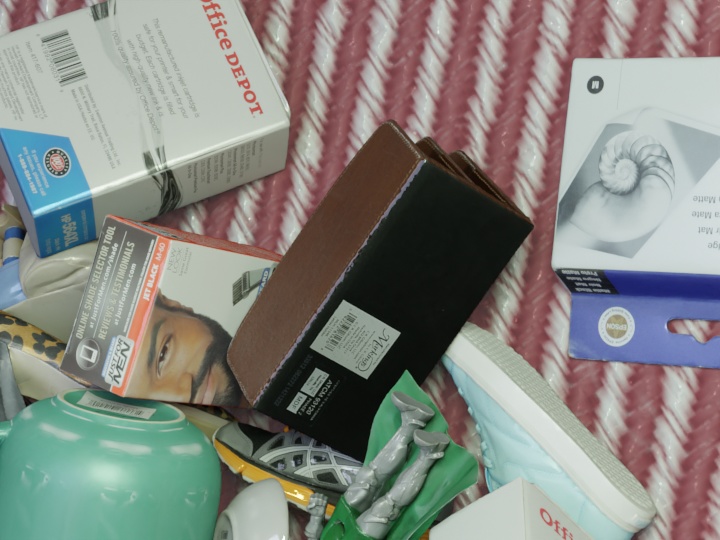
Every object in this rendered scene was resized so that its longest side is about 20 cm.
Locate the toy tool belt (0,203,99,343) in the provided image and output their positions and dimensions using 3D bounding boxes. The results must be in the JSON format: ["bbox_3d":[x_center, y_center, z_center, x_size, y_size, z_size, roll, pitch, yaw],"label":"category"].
[{"bbox_3d":[-0.248,0.006,1.528,0.199,0.125,0.123,-22,38,23],"label":"toy tool belt"}]

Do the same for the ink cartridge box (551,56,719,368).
[{"bbox_3d":[0.221,-0.038,1.277,0.199,0.041,0.201,2,85,31],"label":"ink cartridge box"}]

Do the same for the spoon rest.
[{"bbox_3d":[-0.083,0.192,1.367,0.200,0.060,0.100,169,107,-67],"label":"spoon rest"}]

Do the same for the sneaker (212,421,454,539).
[{"bbox_3d":[-0.015,0.140,1.385,0.199,0.078,0.078,19,79,29],"label":"sneaker"}]

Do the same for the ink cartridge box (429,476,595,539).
[{"bbox_3d":[0.113,0.251,1.195,0.085,0.148,0.201,-32,31,24],"label":"ink cartridge box"}]

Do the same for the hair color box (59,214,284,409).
[{"bbox_3d":[-0.112,0.034,1.376,0.064,0.200,0.112,20,94,31],"label":"hair color box"}]

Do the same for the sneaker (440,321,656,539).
[{"bbox_3d":[0.101,0.117,1.311,0.082,0.074,0.200,-49,61,14],"label":"sneaker"}]

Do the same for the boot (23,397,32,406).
[{"bbox_3d":[-0.304,0.120,1.435,0.186,0.200,0.065,18,92,31],"label":"boot"}]

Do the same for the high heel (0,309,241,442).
[{"bbox_3d":[-0.190,0.075,1.448,0.072,0.199,0.143,-66,35,31],"label":"high heel"}]

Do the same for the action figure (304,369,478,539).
[{"bbox_3d":[-0.006,0.175,1.283,0.201,0.054,0.118,-59,31,20],"label":"action figure"}]

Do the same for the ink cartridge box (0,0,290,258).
[{"bbox_3d":[-0.167,-0.117,1.440,0.199,0.084,0.147,-20,70,-13],"label":"ink cartridge box"}]

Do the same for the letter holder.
[{"bbox_3d":[0.000,0.000,1.342,0.200,0.100,0.142,-55,30,11],"label":"letter holder"}]

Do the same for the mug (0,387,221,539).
[{"bbox_3d":[-0.180,0.143,1.298,0.152,0.184,0.115,19,100,45],"label":"mug"}]
